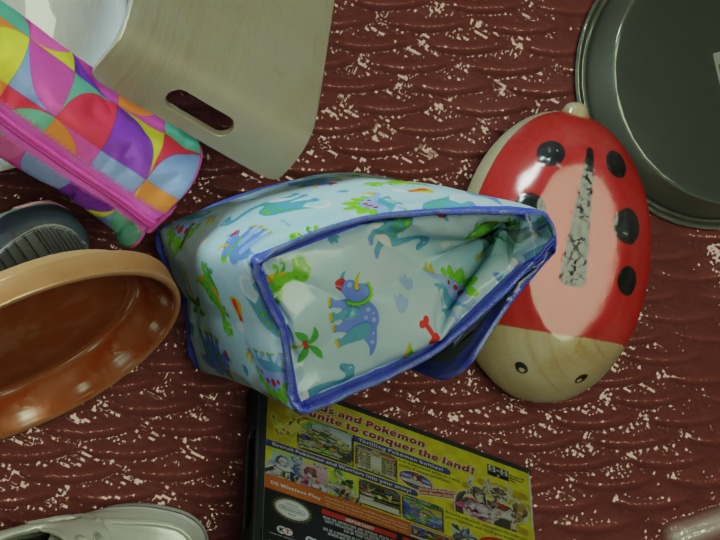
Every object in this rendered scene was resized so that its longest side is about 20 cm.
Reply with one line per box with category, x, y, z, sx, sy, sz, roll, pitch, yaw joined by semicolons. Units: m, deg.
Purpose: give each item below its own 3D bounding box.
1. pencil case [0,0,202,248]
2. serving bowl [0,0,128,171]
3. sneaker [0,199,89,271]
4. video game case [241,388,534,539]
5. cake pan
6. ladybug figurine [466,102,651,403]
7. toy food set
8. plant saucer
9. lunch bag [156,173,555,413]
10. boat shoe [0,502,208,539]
pencil case;-0.191;-0.093;1.643;0.200;0.088;0.089;32;75;-26
serving bowl;-0.246;-0.162;1.690;0.199;0.066;0.201;-4;99;-26
sneaker;-0.258;0.018;1.685;0.199;0.082;0.070;-23;115;0
video game case;0.020;0.162;1.721;0.199;0.026;0.181;21;36;-16
cake pan;0.245;-0.130;1.880;0.199;0.037;0.202;2;84;-19
ladybug figurine;0.132;-0.013;1.806;0.135;0.072;0.201;6;84;-13
toy food set;-0.092;-0.166;1.714;0.143;0.060;0.201;30;48;-27
plant saucer;-0.203;0.045;1.631;0.199;0.201;0.032;-21;68;-20
lunch bag;0.000;0.000;1.703;0.199;0.170;0.128;-24;108;-22
boat shoe;-0.183;0.187;1.686;0.199;0.065;0.074;-12;88;-19
